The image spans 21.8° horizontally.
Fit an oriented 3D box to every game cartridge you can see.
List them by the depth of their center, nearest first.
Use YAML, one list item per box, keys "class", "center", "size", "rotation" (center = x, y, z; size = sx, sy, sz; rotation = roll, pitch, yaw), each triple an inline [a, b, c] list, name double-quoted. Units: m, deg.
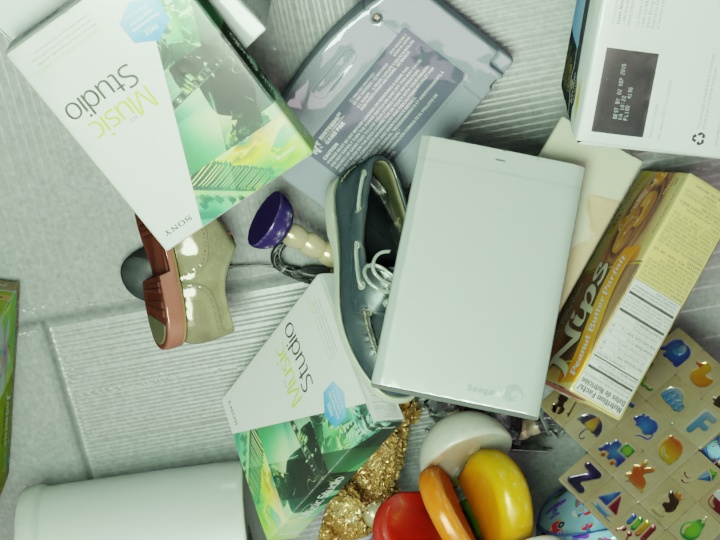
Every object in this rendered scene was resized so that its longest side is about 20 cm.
- class: "game cartridge"
  center: [0.013, -0.140, 1.544]
  size: [0.133, 0.041, 0.200]
  rotation: [35, 110, -18]

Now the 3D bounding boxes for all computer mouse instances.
- class: "computer mouse"
  center: [-0.108, 0.002, 1.609]
  size: [0.199, 0.034, 0.059]
  rotation: [-4, 113, 2]

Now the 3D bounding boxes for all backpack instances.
- class: "backpack"
  center: [0.240, 0.211, 1.625]
  size: [0.199, 0.183, 0.135]
  rotation: [-19, 103, 17]

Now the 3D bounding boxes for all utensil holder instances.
- class: "utensil holder"
  center: [-0.188, 0.258, 1.654]
  size: [0.199, 0.170, 0.171]
  rotation: [-10, 114, 2]

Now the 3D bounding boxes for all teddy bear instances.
- class: "teddy bear"
  center: [0.015, 0.159, 1.622]
  size: [0.067, 0.145, 0.201]
  rotation: [16, 108, 6]

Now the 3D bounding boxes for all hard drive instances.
- class: "hard drive"
  center: [0.092, 0.005, 1.451]
  size: [0.131, 0.026, 0.201]
  rotation: [11, 79, 3]

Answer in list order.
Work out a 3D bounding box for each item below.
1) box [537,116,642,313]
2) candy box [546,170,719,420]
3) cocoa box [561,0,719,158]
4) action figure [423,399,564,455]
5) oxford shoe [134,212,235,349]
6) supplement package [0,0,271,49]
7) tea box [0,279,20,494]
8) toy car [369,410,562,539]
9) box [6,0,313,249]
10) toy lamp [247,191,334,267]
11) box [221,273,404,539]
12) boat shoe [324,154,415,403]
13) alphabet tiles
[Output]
- class: "box"
  center: [0.143, -0.014, 1.514]
  size: [0.078, 0.095, 0.200]
  rotation: [30, 82, 5]
- class: "candy box"
  center: [0.221, 0.017, 1.531]
  size: [0.055, 0.115, 0.200]
  rotation: [29, 88, -11]
- class: "cocoa box"
  center: [0.240, -0.206, 1.459]
  size: [0.133, 0.131, 0.201]
  rotation: [7, 114, -3]
- class: "action figure"
  center: [0.122, 0.099, 1.632]
  size: [0.130, 0.069, 0.201]
  rotation: [4, 118, -10]
- class: "oxford shoe"
  center: [-0.145, -0.037, 1.567]
  size: [0.075, 0.070, 0.201]
  rotation: [-5, 95, -24]
- class: "supplement package"
  center: [-0.193, -0.224, 1.468]
  size: [0.156, 0.111, 0.200]
  rotation: [-40, 108, 17]
- class: "tea box"
  center: [-0.374, 0.127, 1.578]
  size: [0.133, 0.197, 0.201]
  rotation: [7, 115, -2]
- class: "toy car"
  center: [0.076, 0.234, 1.577]
  size: [0.149, 0.175, 0.200]
  rotation: [-16, 146, -17]
- class: "box"
  center: [-0.150, -0.131, 1.421]
  size: [0.144, 0.036, 0.200]
  rotation: [-33, 112, 15]
- class: "toy lamp"
  center: [0.000, 0.000, 1.584]
  size: [0.200, 0.058, 0.058]
  rotation: [30, 111, -22]
- class: "box"
  center: [-0.045, 0.117, 1.569]
  size: [0.036, 0.145, 0.200]
  rotation: [0, 145, -33]
- class: "boat shoe"
  center: [0.022, 0.005, 1.497]
  size: [0.075, 0.201, 0.062]
  rotation: [7, 154, -32]
- class: "alphabet tiles"
  center: [0.246, 0.139, 1.546]
  size: [0.167, 0.200, 0.008]
  rotation: [-40, 142, -7]
